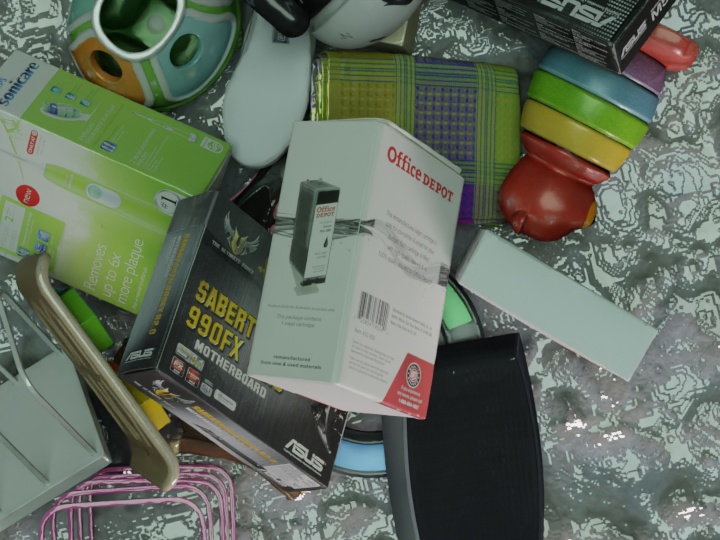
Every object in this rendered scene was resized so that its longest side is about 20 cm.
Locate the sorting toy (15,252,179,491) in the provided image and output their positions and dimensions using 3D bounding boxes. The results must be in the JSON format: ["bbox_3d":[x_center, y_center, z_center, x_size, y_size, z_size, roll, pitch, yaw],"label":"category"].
[{"bbox_3d":[-0.205,0.073,1.345,0.036,0.185,0.201,-33,98,-14],"label":"sorting toy"}]

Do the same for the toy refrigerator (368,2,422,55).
[{"bbox_3d":[0.024,-0.289,1.439,0.076,0.070,0.201,11,90,8],"label":"toy refrigerator"}]

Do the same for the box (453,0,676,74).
[{"bbox_3d":[0.179,-0.274,1.378,0.200,0.048,0.193,30,72,31],"label":"box"}]

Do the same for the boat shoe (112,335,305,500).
[{"bbox_3d":[-0.131,0.130,1.445,0.202,0.075,0.075,43,80,12],"label":"boat shoe"}]

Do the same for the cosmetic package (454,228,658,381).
[{"bbox_3d":[0.151,0.024,1.372,0.150,0.200,0.052,28,92,2],"label":"cosmetic package"}]

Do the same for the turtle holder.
[{"bbox_3d":[-0.157,-0.216,1.412,0.185,0.132,0.141,-28,89,2],"label":"turtle holder"}]

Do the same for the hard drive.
[{"bbox_3d":[0.090,0.161,1.430,0.134,0.042,0.201,-8,102,-9],"label":"hard drive"}]

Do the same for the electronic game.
[{"bbox_3d":[0.009,0.077,1.456,0.199,0.042,0.201,0,90,2],"label":"electronic game"}]

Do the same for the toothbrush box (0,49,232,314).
[{"bbox_3d":[-0.224,-0.067,1.406,0.199,0.086,0.146,25,129,1],"label":"toothbrush box"}]

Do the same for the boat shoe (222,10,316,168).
[{"bbox_3d":[-0.070,-0.184,1.440,0.071,0.070,0.201,8,90,3],"label":"boat shoe"}]

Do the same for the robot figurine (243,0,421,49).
[{"bbox_3d":[-0.034,-0.266,1.335,0.200,0.125,0.150,44,100,-11],"label":"robot figurine"}]

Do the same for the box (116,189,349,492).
[{"bbox_3d":[-0.083,0.059,1.332,0.200,0.048,0.159,41,53,-36],"label":"box"}]

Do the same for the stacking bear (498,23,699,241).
[{"bbox_3d":[0.184,-0.117,1.418,0.113,0.121,0.201,27,96,8],"label":"stacking bear"}]

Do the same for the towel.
[{"bbox_3d":[0.045,-0.108,1.422,0.199,0.023,0.144,-1,93,-27],"label":"towel"}]

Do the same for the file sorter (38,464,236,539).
[{"bbox_3d":[-0.175,0.230,1.385,0.138,0.200,0.126,-3,91,2],"label":"file sorter"}]

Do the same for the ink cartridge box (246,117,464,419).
[{"bbox_3d":[0.000,0.000,1.303,0.083,0.147,0.201,3,77,31],"label":"ink cartridge box"}]

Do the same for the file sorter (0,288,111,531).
[{"bbox_3d":[-0.332,0.130,1.396,0.199,0.125,0.139,-31,45,2],"label":"file sorter"}]

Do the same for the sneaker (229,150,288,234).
[{"bbox_3d":[-0.095,-0.018,1.437,0.095,0.079,0.200,27,79,34],"label":"sneaker"}]
